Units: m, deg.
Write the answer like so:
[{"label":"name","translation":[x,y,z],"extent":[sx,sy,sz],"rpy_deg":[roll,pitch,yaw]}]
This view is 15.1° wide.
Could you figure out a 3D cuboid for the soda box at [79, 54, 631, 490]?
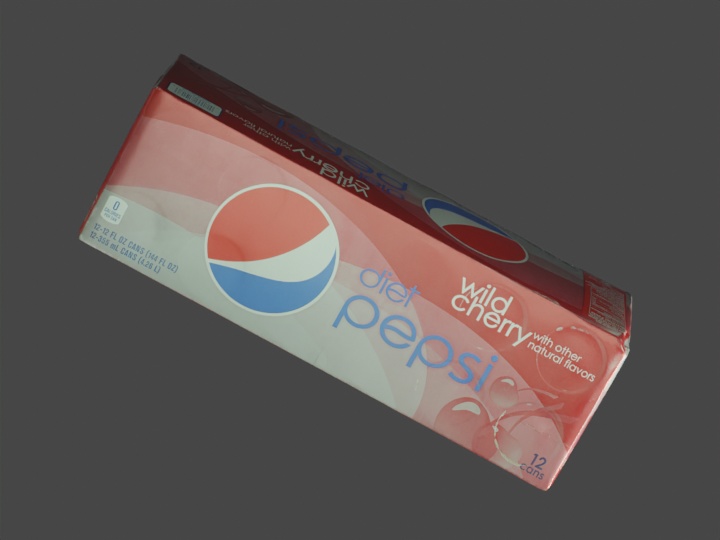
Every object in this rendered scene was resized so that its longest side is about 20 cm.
[{"label":"soda box","translation":[0.000,0.000,1.010],"extent":[0.199,0.063,0.070],"rpy_deg":[28,106,-3]}]
